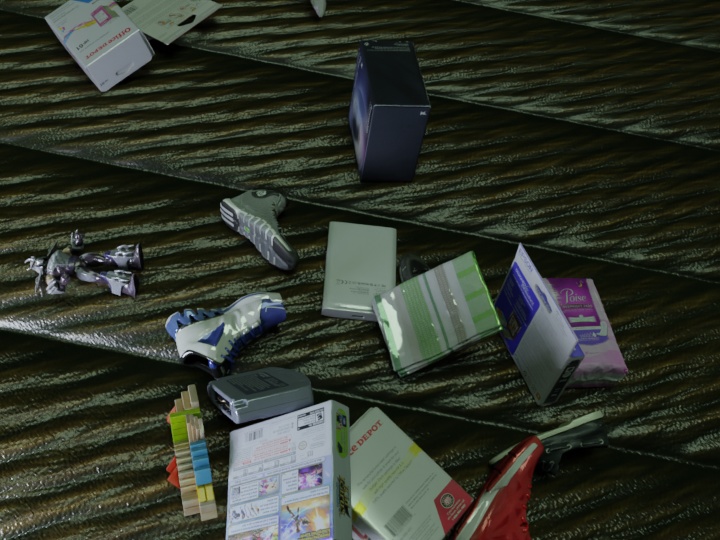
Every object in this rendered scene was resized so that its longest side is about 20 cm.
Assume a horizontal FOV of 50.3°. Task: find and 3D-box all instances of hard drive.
[{"bbox_3d":[0.000,0.000,1.403,0.129,0.027,0.203,6,52,-4],"label":"hard drive"}]

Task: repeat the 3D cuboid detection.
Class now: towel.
[{"bbox_3d":[0.122,0.071,1.277,0.197,0.031,0.152,-27,68,17],"label":"towel"}]

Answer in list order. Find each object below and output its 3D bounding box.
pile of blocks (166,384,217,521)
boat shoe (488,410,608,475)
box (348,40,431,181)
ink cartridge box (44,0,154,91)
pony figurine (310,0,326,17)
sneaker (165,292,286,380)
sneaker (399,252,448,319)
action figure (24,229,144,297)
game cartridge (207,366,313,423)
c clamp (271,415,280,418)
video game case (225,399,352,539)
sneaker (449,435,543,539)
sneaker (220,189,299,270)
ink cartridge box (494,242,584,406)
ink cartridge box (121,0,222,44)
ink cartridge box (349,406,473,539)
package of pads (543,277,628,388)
[{"bbox_3d":[-0.256,0.266,1.120,0.061,0.083,0.202,-9,55,-16],"label":"pile of blocks"},{"bbox_3d":[0.299,0.285,1.199,0.196,0.075,0.067,-19,74,-13],"label":"boat shoe"},{"bbox_3d":[0.052,-0.321,1.550,0.121,0.202,0.201,-2,52,-11],"label":"box"},{"bbox_3d":[-0.559,-0.502,1.648,0.144,0.085,0.200,-39,66,-10],"label":"ink cartridge box"},{"bbox_3d":[-0.130,-0.736,1.895,0.196,0.169,0.194,8,42,17],"label":"pony figurine"},{"bbox_3d":[-0.212,0.116,1.254,0.195,0.081,0.117,-13,58,-10],"label":"sneaker"},{"bbox_3d":[0.126,0.034,1.354,0.065,0.091,0.202,-11,54,-18],"label":"sneaker"},{"bbox_3d":[-0.475,-0.009,1.311,0.195,0.070,0.132,4,56,-2],"label":"action figure"},{"bbox_3d":[-0.146,0.182,1.147,0.131,0.199,0.042,-14,97,-21],"label":"game cartridge"},{"bbox_3d":[-0.107,0.292,1.163,0.167,0.027,0.203,4,50,-13],"label":"c clamp"},{"bbox_3d":[-0.101,0.294,1.054,0.198,0.045,0.184,-22,54,31],"label":"video game case"},{"bbox_3d":[0.230,0.351,1.121,0.115,0.078,0.201,38,87,8],"label":"sneaker"},{"bbox_3d":[-0.159,-0.092,1.422,0.199,0.076,0.115,39,54,22],"label":"sneaker"},{"bbox_3d":[0.295,0.088,1.269,0.043,0.202,0.200,-12,55,-17],"label":"ink cartridge box"},{"bbox_3d":[-0.446,-0.586,1.778,0.174,0.045,0.200,30,54,16],"label":"ink cartridge box"},{"bbox_3d":[0.039,0.322,1.108,0.200,0.084,0.145,42,54,17],"label":"ink cartridge box"},{"bbox_3d":[0.377,0.109,1.346,0.118,0.076,0.203,1,52,-12],"label":"package of pads"}]
